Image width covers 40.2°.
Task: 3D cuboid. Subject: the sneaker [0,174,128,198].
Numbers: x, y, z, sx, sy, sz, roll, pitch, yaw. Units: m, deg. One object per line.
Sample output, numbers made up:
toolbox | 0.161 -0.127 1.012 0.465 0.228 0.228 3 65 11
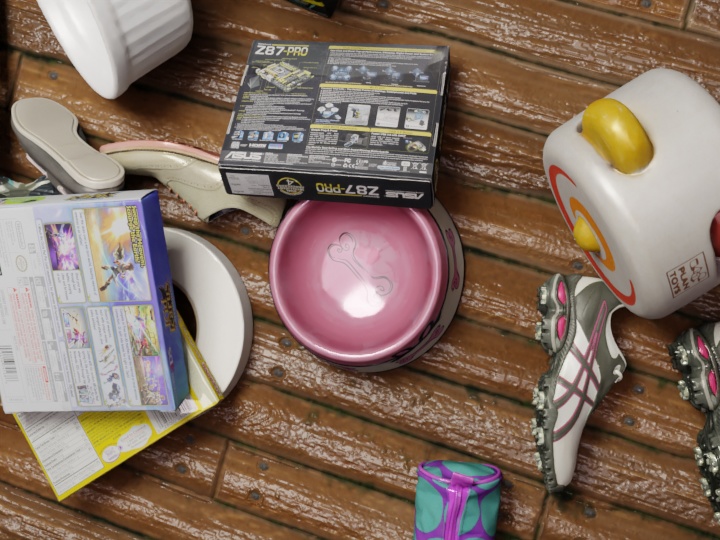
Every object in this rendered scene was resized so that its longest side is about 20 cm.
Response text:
sneaker | -0.322 -0.050 1.008 0.196 0.078 0.088 1 125 -3

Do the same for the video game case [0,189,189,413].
video game case | -0.261 0.031 0.913 0.177 0.045 0.204 -2 107 13

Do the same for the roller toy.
roller toy | 0.243 -0.061 0.832 0.138 0.200 0.184 -31 89 1

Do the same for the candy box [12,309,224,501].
candy box | -0.240 0.134 0.972 0.198 0.026 0.103 -31 83 9

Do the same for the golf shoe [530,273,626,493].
golf shoe | 0.202 0.106 0.907 0.086 0.077 0.204 4 92 3

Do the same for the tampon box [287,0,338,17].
tampon box | -0.083 -0.336 0.887 0.148 0.200 0.128 26 95 9

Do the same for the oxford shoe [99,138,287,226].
oxford shoe | -0.167 -0.087 0.971 0.196 0.071 0.075 9 96 10

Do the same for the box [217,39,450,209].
box | -0.020 -0.141 0.916 0.196 0.049 0.164 4 60 9

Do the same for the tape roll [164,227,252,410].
tape roll | -0.208 0.056 0.997 0.198 0.037 0.207 0 91 10

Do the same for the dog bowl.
dog bowl | 0.000 0.000 0.940 0.196 0.074 0.205 0 91 11

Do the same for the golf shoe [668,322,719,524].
golf shoe | 0.341 0.145 0.875 0.086 0.077 0.204 -12 89 2

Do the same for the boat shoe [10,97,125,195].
boat shoe | -0.294 -0.108 0.972 0.199 0.066 0.058 40 132 38

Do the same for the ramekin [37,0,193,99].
ramekin | -0.240 -0.273 0.918 0.097 0.201 0.202 -31 84 -20

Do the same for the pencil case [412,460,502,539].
pencil case | 0.083 0.281 0.920 0.083 0.092 0.204 7 91 10
